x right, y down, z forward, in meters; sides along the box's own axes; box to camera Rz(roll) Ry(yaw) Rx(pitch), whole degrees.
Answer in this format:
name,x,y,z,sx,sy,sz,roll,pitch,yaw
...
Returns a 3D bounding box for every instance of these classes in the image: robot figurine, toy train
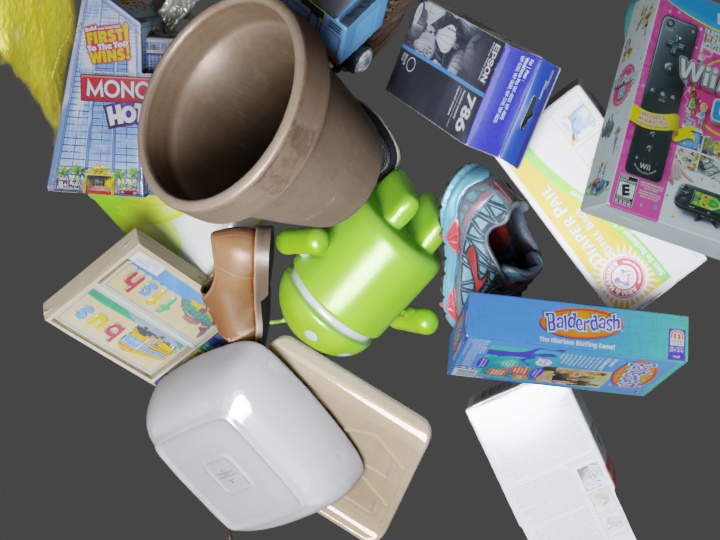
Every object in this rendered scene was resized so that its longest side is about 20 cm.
name,x,y,z,sx,sy,sz,roll,pitch,yaw
robot figurine,0.000,0.000,1.316,0.175,0.116,0.200,34,108,-29
toy train,-0.064,-0.265,1.236,0.199,0.115,0.087,41,62,11

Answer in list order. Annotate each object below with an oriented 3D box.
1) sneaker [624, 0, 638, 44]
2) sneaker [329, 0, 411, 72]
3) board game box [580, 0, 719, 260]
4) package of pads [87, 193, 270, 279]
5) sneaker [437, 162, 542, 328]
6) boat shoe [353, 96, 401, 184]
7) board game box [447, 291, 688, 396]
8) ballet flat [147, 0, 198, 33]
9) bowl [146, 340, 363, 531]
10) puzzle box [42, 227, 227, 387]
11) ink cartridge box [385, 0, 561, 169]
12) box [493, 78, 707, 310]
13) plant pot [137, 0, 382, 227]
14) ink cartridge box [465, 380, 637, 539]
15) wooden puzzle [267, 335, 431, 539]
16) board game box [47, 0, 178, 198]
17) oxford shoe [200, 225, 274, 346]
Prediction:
name,x,y,z,sx,sy,sz,roll,pitch,yaw
sneaker,0.291,-0.161,1.238,0.070,0.080,0.203,-14,98,14
sneaker,0.024,-0.278,1.275,0.070,0.076,0.201,37,106,2
board game box,0.293,-0.128,1.172,0.145,0.064,0.203,17,81,-9
package of pads,-0.156,-0.090,1.356,0.200,0.068,0.155,-42,90,20
sneaker,0.128,0.001,1.269,0.095,0.079,0.202,29,143,40
boat shoe,-0.043,-0.158,1.322,0.200,0.062,0.075,44,105,-1
board game box,0.186,0.071,1.234,0.197,0.152,0.046,7,72,-2
ballet flat,-0.183,-0.254,1.333,0.072,0.072,0.200,42,107,1
bowl,-0.117,0.182,1.347,0.199,0.075,0.200,-26,111,41
puzzle box,-0.205,0.049,1.352,0.132,0.026,0.199,-37,135,17
ink cartridge box,0.098,-0.177,1.232,0.039,0.200,0.101,11,108,-35
box,0.225,-0.068,1.256,0.101,0.113,0.201,-37,93,15
plant pot,-0.071,-0.120,1.190,0.198,0.174,0.203,-18,61,35
ink cartridge box,0.197,0.202,1.351,0.108,0.050,0.202,-24,96,15
wooden puzzle,-0.027,0.169,1.368,0.184,0.046,0.201,30,135,9
board game box,-0.202,-0.174,1.280,0.197,0.062,0.203,4,105,13
oxford shoe,-0.124,0.039,1.326,0.070,0.072,0.202,4,124,-1
